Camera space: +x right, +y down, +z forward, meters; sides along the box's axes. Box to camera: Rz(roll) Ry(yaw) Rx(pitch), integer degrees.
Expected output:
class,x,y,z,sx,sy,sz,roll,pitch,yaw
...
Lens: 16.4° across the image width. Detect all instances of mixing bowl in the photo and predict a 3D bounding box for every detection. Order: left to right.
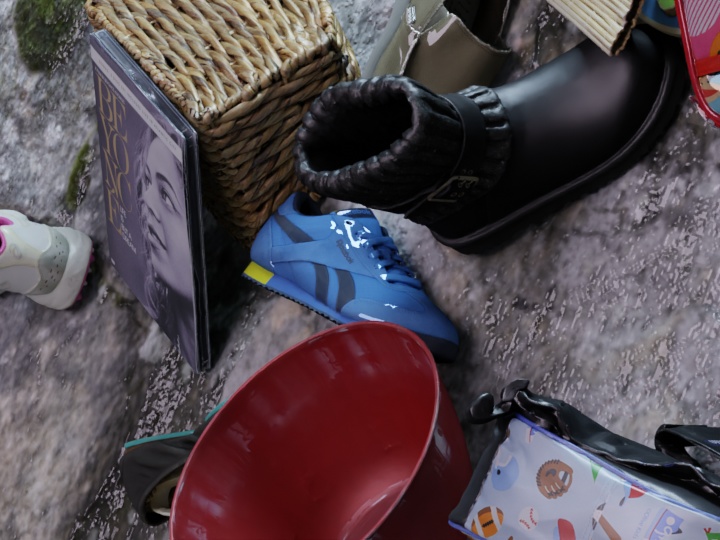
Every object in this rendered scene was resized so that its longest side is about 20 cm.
class,x,y,z,sx,sy,sz,roll,pitch,yaw
mixing bowl,-0.006,0.142,1.504,0.200,0.108,0.201,-27,37,22

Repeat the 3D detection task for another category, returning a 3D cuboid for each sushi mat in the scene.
class,x,y,z,sx,sy,sz,roll,pitch,yaw
sushi mat,0.146,-0.196,1.515,0.096,0.012,0.200,-65,18,13

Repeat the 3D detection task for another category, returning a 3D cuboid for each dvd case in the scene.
class,x,y,z,sx,sy,sz,roll,pitch,yaw
dvd case,-0.146,-0.047,1.725,0.149,0.016,0.201,48,148,44

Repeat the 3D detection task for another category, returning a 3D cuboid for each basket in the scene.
class,x,y,z,sx,sy,sz,roll,pitch,yaw
basket,-0.077,-0.132,1.748,0.142,0.149,0.200,-34,42,-11

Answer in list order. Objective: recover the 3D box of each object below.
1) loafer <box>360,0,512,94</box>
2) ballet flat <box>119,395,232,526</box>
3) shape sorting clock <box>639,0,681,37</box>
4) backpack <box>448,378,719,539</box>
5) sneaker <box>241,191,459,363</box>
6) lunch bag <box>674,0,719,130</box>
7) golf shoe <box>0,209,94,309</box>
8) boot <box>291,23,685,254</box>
class,x,y,z,sx,sy,sz,roll,pitch,yaw
loafer,0.052,-0.138,1.604,0.070,0.075,0.201,0,74,51
ballet flat,-0.089,0.127,1.656,0.200,0.068,0.069,-27,65,49
shape sorting clock,0.224,-0.232,1.479,0.200,0.039,0.201,-31,45,37
backpack,0.158,0.156,1.294,0.190,0.200,0.155,17,91,42
sneaker,0.000,0.000,1.610,0.200,0.066,0.079,27,90,49
lunch bag,0.271,-0.149,1.353,0.199,0.082,0.177,-13,84,32
golf shoe,-0.288,-0.018,1.902,0.200,0.091,0.076,3,77,48
boot,0.078,-0.093,1.493,0.211,0.158,0.080,-39,51,22
